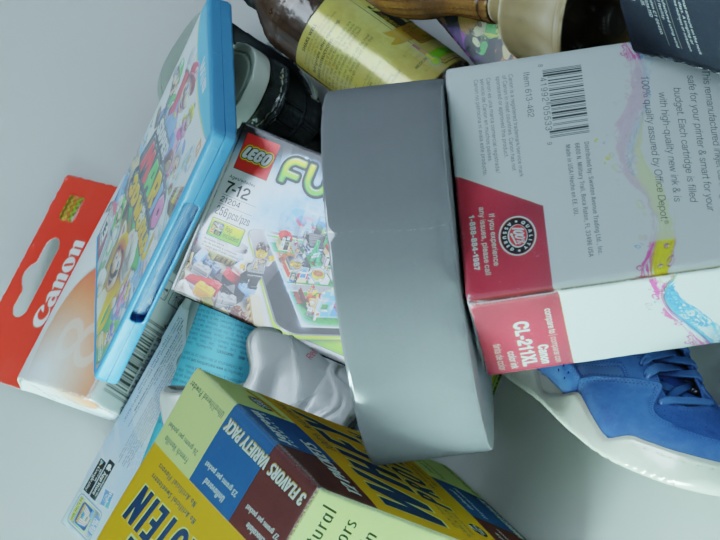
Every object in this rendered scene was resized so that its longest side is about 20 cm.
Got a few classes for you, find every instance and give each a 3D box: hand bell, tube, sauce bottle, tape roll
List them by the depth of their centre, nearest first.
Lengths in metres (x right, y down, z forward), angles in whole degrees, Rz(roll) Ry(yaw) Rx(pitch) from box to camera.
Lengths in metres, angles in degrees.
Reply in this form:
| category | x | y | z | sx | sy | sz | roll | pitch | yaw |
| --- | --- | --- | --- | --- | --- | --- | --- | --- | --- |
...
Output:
| category | x | y | z | sx | sy | sz | roll | pitch | yaw |
| --- | --- | --- | --- | --- | --- | --- | --- | --- | --- |
| tape roll | 0.027 | 0.000 | 1.473 | 0.066 | 0.201 | 0.201 | -7 | 61 | 5 |
| hand bell | 0.070 | -0.152 | 1.562 | 0.199 | 0.104 | 0.105 | 16 | 84 | 42 |
| tube | -0.083 | 0.064 | 1.668 | 0.077 | 0.050 | 0.201 | 14 | 83 | 37 |
| sauce bottle | -0.013 | -0.144 | 1.679 | 0.200 | 0.065 | 0.065 | 38 | 102 | 18 |

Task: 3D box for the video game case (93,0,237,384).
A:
| category | x | y | z | sx | sy | sz | roll | pitch | yaw |
| --- | --- | --- | --- | --- | --- | --- | --- | --- | --- |
| video game case | -0.121 | -0.049 | 1.697 | 0.143 | 0.018 | 0.200 | -95 | 28 | -51 |

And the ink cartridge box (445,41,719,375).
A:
| category | x | y | z | sx | sy | sz | roll | pitch | yaw |
| --- | --- | --- | --- | --- | --- | --- | --- | --- | --- |
| ink cartridge box | 0.151 | -0.038 | 1.427 | 0.199 | 0.083 | 0.146 | -8 | 58 | 6 |

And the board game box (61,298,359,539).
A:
| category | x | y | z | sx | sy | sz | roll | pitch | yaw |
| --- | --- | --- | --- | --- | --- | --- | --- | --- | --- |
| board game box | -0.078 | 0.120 | 1.702 | 0.199 | 0.043 | 0.201 | 37 | 100 | 49 |

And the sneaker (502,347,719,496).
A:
| category | x | y | z | sx | sy | sz | roll | pitch | yaw |
| --- | --- | --- | --- | --- | --- | --- | --- | --- | --- |
| sneaker | 0.150 | 0.036 | 1.470 | 0.200 | 0.076 | 0.112 | 38 | 110 | 55 |

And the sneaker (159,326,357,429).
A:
| category | x | y | z | sx | sy | sz | roll | pitch | yaw |
| --- | --- | --- | --- | --- | --- | --- | --- | --- | --- |
| sneaker | -0.086 | 0.115 | 1.596 | 0.200 | 0.099 | 0.078 | -51 | -3 | 6 |

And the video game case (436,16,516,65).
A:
| category | x | y | z | sx | sy | sz | roll | pitch | yaw |
| --- | --- | --- | --- | --- | --- | --- | --- | --- | --- |
| video game case | 0.131 | -0.191 | 1.584 | 0.200 | 0.036 | 0.182 | -47 | 66 | 20 |

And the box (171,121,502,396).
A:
| category | x | y | z | sx | sy | sz | roll | pitch | yaw |
| --- | --- | --- | --- | --- | --- | --- | --- | --- | --- |
| box | 0.000 | 0.000 | 1.610 | 0.199 | 0.035 | 0.111 | 22 | 88 | 20 |

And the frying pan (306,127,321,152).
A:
| category | x | y | z | sx | sy | sz | roll | pitch | yaw |
| --- | --- | --- | --- | --- | --- | --- | --- | --- | --- |
| frying pan | -0.061 | -0.071 | 1.780 | 0.115 | 0.031 | 0.190 | -41 | 34 | 13 |

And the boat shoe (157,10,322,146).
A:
| category | x | y | z | sx | sy | sz | roll | pitch | yaw |
| --- | --- | --- | --- | --- | --- | --- | --- | --- | --- |
| boat shoe | -0.078 | -0.115 | 1.766 | 0.076 | 0.060 | 0.200 | -58 | 22 | 8 |

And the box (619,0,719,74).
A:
| category | x | y | z | sx | sy | sz | roll | pitch | yaw |
| --- | --- | --- | --- | --- | --- | --- | --- | --- | --- |
| box | 0.252 | -0.179 | 1.370 | 0.200 | 0.105 | 0.182 | -34 | 34 | -26 |

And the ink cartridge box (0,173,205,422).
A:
| category | x | y | z | sx | sy | sz | roll | pitch | yaw |
| --- | --- | --- | --- | --- | --- | --- | --- | --- | --- |
| ink cartridge box | -0.187 | 0.006 | 1.853 | 0.199 | 0.050 | 0.163 | 14 | 73 | 46 |

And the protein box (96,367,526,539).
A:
| category | x | y | z | sx | sy | sz | roll | pitch | yaw |
| --- | --- | --- | --- | --- | --- | --- | --- | --- | --- |
| protein box | -0.035 | 0.192 | 1.500 | 0.135 | 0.200 | 0.199 | 40 | 102 | 48 |
